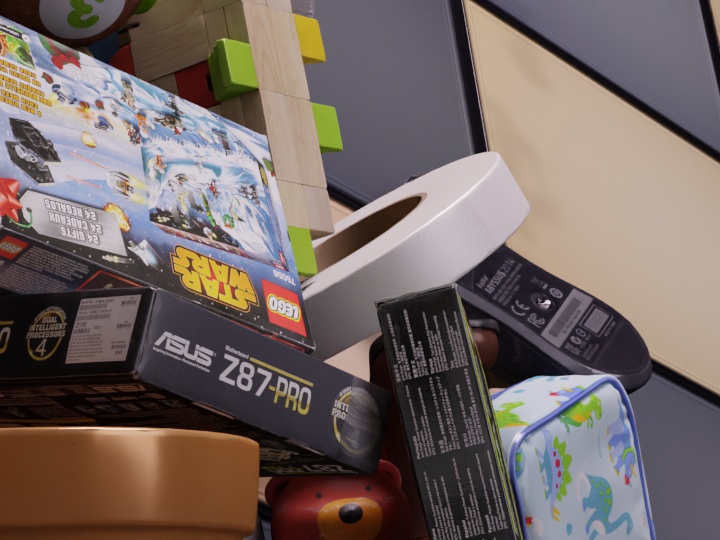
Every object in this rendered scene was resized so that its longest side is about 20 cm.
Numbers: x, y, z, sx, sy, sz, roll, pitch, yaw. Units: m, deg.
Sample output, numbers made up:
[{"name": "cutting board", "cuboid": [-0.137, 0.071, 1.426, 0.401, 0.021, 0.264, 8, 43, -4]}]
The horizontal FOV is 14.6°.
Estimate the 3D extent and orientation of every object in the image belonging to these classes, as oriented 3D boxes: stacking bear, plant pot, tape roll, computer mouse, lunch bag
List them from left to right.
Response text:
[{"name": "plant pot", "cuboid": [-0.142, 0.147, 1.237, 0.200, 0.200, 0.140, 9, 76, -55]}, {"name": "stacking bear", "cuboid": [0.000, 0.197, 1.461, 0.114, 0.121, 0.200, 93, -11, -73]}, {"name": "tape roll", "cuboid": [0.000, 0.000, 1.543, 0.037, 0.203, 0.203, 58, 30, -9]}, {"name": "computer mouse", "cuboid": [0.089, 0.025, 1.751, 0.200, 0.053, 0.138, 35, 33, 10]}, {"name": "lunch bag", "cuboid": [0.113, 0.167, 1.647, 0.161, 0.082, 0.200, -28, 111, -52]}]

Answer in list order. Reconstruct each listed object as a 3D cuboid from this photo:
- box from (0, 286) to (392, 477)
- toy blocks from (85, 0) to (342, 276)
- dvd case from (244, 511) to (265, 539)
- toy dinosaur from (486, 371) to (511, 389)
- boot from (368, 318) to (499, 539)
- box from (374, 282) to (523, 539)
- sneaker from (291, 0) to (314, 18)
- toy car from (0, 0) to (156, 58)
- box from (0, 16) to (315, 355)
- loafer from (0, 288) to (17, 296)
[{"name": "box", "cuboid": [-0.111, 0.057, 1.319, 0.161, 0.200, 0.049, 28, 67, -41]}, {"name": "toy blocks", "cuboid": [-0.096, -0.076, 1.530, 0.100, 0.137, 0.200, 7, 68, -58]}, {"name": "dvd case", "cuboid": [-0.071, 0.188, 1.398, 0.143, 0.018, 0.200, 81, 11, -45]}, {"name": "toy dinosaur", "cuboid": [0.070, 0.095, 1.743, 0.101, 0.058, 0.200, 29, 35, -24]}, {"name": "boot", "cuboid": [0.035, 0.142, 1.519, 0.068, 0.188, 0.200, 8, 58, -34]}, {"name": "box", "cuboid": [0.054, 0.120, 1.366, 0.193, 0.047, 0.200, 54, 23, -79]}, {"name": "sneaker", "cuboid": [-0.087, -0.215, 1.694, 0.114, 0.075, 0.200, -120, -170, -56]}, {"name": "toy car", "cuboid": [-0.166, -0.092, 1.427, 0.164, 0.158, 0.200, 0, 89, -28]}, {"name": "box", "cuboid": [-0.115, -0.034, 1.343, 0.200, 0.040, 0.137, 23, 40, -41]}, {"name": "loafer", "cuboid": [-0.192, 0.001, 1.361, 0.200, 0.063, 0.072, 22, 53, -14]}]
